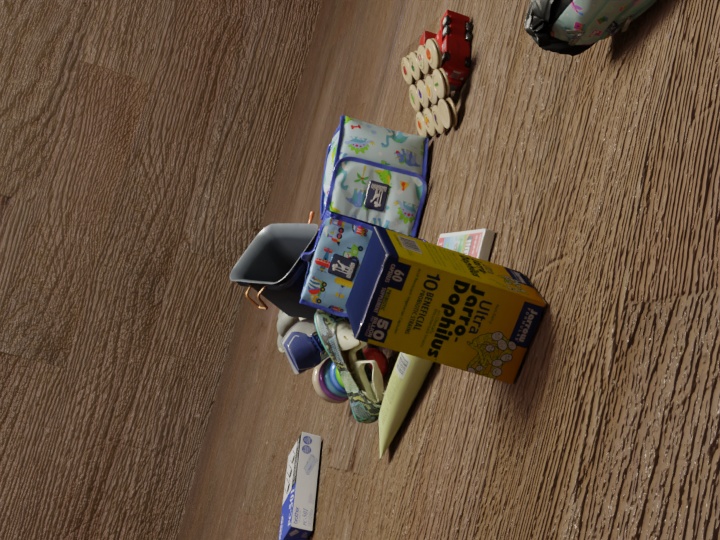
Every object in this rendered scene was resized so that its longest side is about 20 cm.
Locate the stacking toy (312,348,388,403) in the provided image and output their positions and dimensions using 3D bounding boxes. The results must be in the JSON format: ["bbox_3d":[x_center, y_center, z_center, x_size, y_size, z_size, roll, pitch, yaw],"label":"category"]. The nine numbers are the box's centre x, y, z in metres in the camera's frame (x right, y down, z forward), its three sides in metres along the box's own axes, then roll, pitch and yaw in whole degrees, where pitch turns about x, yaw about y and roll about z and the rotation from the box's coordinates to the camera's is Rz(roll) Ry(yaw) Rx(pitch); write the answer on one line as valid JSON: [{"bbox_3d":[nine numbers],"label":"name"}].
[{"bbox_3d":[-0.009,0.170,1.847,0.200,0.085,0.086,-32,43,61],"label":"stacking toy"}]

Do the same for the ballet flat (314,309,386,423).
[{"bbox_3d":[-0.006,0.140,1.723,0.201,0.074,0.074,65,159,5],"label":"ballet flat"}]

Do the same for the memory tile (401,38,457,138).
[{"bbox_3d":[0.115,-0.306,1.866,0.200,0.017,0.155,179,76,-77],"label":"memory tile"}]

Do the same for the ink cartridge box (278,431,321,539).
[{"bbox_3d":[-0.113,0.413,2.031,0.094,0.044,0.201,117,163,-45],"label":"ink cartridge box"}]

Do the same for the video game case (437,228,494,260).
[{"bbox_3d":[0.133,0.014,1.558,0.200,0.017,0.144,178,108,-77],"label":"video game case"}]

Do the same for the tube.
[{"bbox_3d":[0.059,0.182,1.608,0.058,0.052,0.201,-25,-35,-47],"label":"tube"}]

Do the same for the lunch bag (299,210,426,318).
[{"bbox_3d":[0.000,0.000,1.724,0.094,0.198,0.152,-144,71,-76],"label":"lunch bag"}]

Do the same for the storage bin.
[{"bbox_3d":[-0.108,0.019,1.819,0.199,0.134,0.146,2,53,57],"label":"storage bin"}]

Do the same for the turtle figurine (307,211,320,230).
[{"bbox_3d":[-0.054,-0.024,2.051,0.065,0.160,0.201,95,-175,-60],"label":"turtle figurine"}]

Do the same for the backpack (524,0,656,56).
[{"bbox_3d":[0.269,-0.346,1.199,0.200,0.126,0.168,138,135,-64],"label":"backpack"}]

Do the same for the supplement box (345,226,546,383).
[{"bbox_3d":[0.096,0.040,1.275,0.110,0.198,0.110,-111,40,-69],"label":"supplement box"}]

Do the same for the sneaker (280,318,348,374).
[{"bbox_3d":[-0.035,0.097,1.875,0.199,0.081,0.115,-29,2,-31],"label":"sneaker"}]

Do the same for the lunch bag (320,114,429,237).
[{"bbox_3d":[0.022,-0.150,1.881,0.128,0.169,0.201,118,163,-56],"label":"lunch bag"}]

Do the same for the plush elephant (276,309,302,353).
[{"bbox_3d":[-0.077,0.079,2.111,0.155,0.164,0.201,34,149,40],"label":"plush elephant"}]

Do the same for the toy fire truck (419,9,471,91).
[{"bbox_3d":[0.145,-0.375,1.913,0.141,0.048,0.201,120,159,-51],"label":"toy fire truck"}]
